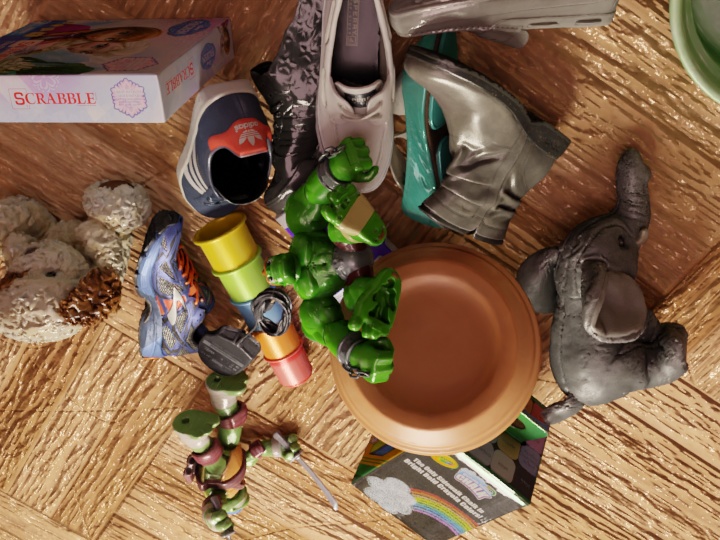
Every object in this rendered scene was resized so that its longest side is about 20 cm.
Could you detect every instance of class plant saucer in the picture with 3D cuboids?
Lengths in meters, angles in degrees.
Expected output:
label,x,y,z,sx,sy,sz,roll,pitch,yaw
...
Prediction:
label,x,y,z,sx,sy,sz,roll,pitch,yaw
plant saucer,0.067,0.070,0.825,0.200,0.037,0.201,-2,80,10

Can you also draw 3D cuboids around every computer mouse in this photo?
label,x,y,z,sx,sy,sz,roll,pitch,yaw
computer mouse,-0.115,0.058,0.906,0.059,0.034,0.200,36,143,-11

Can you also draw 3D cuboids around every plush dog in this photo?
label,x,y,z,sx,sy,sz,roll,pitch,yaw
plush dog,-0.306,0.011,0.899,0.200,0.172,0.161,-6,117,12

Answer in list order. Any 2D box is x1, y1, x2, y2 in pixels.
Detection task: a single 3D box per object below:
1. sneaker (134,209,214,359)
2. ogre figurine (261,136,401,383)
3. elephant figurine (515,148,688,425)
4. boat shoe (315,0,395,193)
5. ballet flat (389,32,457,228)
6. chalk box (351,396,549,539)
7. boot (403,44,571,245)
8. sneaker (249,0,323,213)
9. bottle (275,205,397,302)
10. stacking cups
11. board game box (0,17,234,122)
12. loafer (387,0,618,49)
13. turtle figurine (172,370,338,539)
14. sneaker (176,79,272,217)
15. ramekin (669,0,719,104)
label,x,y,z,sx,sy,sz,roll,pitch,yaw
sneaker,-0.193,0.016,0.942,0.078,0.075,0.200,5,135,-5
ogre figurine,-0.022,-0.004,0.790,0.120,0.098,0.200,-8,108,56
elephant figurine,0.219,0.016,0.839,0.141,0.155,0.200,-13,117,30
boat shoe,-0.001,-0.157,0.767,0.072,0.066,0.200,1,114,-5
ballet flat,0.054,-0.133,0.824,0.070,0.067,0.200,8,118,25
chalk box,0.108,0.175,0.916,0.125,0.124,0.200,39,134,-11
boot,0.091,-0.099,0.778,0.200,0.068,0.131,26,102,-37
sneaker,-0.063,-0.157,0.833,0.104,0.060,0.200,33,112,-12
bottle,0.000,0.000,0.901,0.084,0.065,0.200,-42,104,19
stacking cups,-0.106,0.038,0.943,0.060,0.061,0.200,-17,114,18
board game box,-0.232,-0.177,0.770,0.199,0.200,0.041,1,118,8
loafer,0.123,-0.217,0.745,0.200,0.070,0.070,-10,127,-2
turtle figurine,-0.121,0.219,0.990,0.144,0.200,0.194,-27,129,-19
sneaker,-0.122,-0.085,0.823,0.075,0.085,0.200,-18,160,-18
ramekin,0.341,-0.227,0.702,0.200,0.098,0.200,4,118,8
